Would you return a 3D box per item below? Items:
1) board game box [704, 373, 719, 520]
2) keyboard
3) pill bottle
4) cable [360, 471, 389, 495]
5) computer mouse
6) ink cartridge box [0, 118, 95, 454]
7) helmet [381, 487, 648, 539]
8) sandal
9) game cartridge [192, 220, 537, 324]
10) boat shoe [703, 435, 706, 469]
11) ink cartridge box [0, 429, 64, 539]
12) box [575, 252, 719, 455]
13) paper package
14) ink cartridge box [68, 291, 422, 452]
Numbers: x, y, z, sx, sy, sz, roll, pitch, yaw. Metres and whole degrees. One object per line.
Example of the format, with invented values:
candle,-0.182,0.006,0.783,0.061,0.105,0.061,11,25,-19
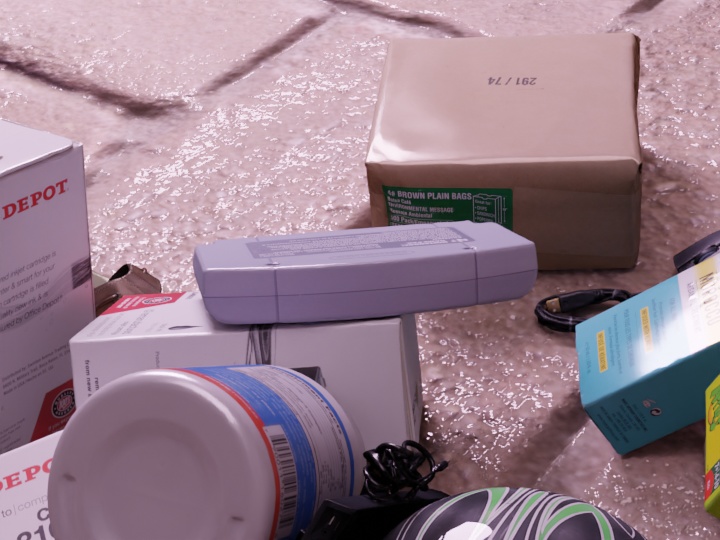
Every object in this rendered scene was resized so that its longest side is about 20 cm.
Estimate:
board game box,0.270,0.125,0.759,0.199,0.048,0.102,31,33,-5
keyboard,-0.002,0.123,0.733,0.039,0.200,0.105,36,94,16
pill bottle,-0.063,0.104,0.746,0.111,0.114,0.200,5,-2,16
cable,-0.074,0.152,0.872,0.198,0.051,0.163,16,42,29
computer mouse,0.214,0.001,1.038,0.198,0.034,0.059,-17,38,-12
ink cartridge box,-0.243,0.024,0.927,0.082,0.202,0.146,19,31,32
helmet,0.072,0.195,0.689,0.198,0.201,0.192,10,56,22
sandal,-0.179,0.025,1.054,0.199,0.058,0.080,17,43,29
game cartridge,0.000,0.000,0.902,0.197,0.041,0.133,-5,6,-8
boat shoe,0.244,0.133,0.829,0.072,0.065,0.201,-12,36,-4
ink cartridge box,-0.166,0.195,0.752,0.143,0.085,0.201,-21,52,-5
box,0.228,0.032,0.904,0.199,0.049,0.083,-29,29,23
paper package,0.112,-0.091,1.120,0.197,0.104,0.192,0,37,9
ink cartridge box,-0.063,0.062,0.921,0.197,0.085,0.144,-3,9,5
